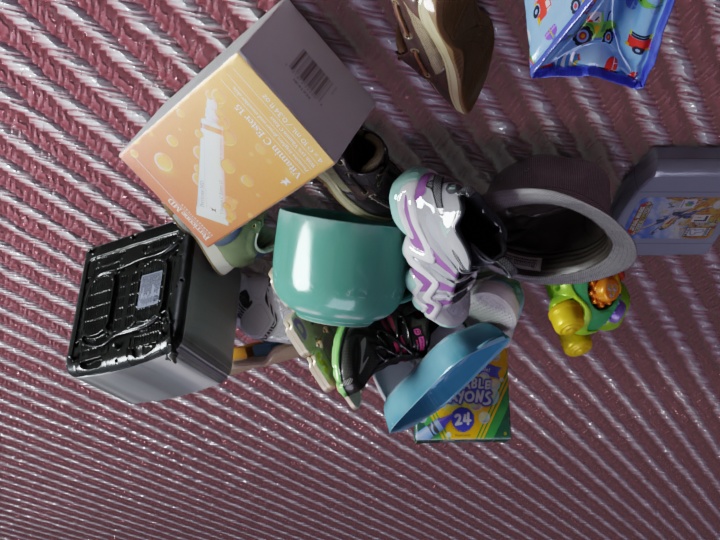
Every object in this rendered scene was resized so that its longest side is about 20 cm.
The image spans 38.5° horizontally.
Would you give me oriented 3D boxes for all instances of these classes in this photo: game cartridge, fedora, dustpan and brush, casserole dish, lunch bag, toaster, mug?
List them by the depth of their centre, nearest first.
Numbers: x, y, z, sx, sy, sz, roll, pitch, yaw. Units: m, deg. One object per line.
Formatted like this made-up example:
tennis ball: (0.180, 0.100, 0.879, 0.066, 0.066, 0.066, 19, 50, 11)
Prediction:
lunch bag: (0.179, -0.246, 0.692, 0.093, 0.153, 0.201, 4, 153, -8)
fedora: (0.203, -0.063, 1.107, 0.176, 0.091, 0.199, 33, 149, -28)
mug: (-0.007, 0.000, 1.138, 0.182, 0.116, 0.152, 10, -173, 14)
game cartridge: (0.355, -0.073, 1.171, 0.131, 0.042, 0.201, -4, 153, -3)
casserole dish: (0.097, 0.125, 1.236, 0.120, 0.039, 0.201, -15, 152, -46)
toaster: (-0.247, 0.057, 1.236, 0.179, 0.203, 0.119, -16, 145, 27)
dustpan and brush: (0.045, 0.060, 1.307, 0.139, 0.201, 0.057, -34, 178, -9)

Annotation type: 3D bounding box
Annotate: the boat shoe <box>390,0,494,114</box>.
boat shoe: (0.065, -0.203, 0.889, 0.071, 0.073, 0.200, 23, 173, 22)

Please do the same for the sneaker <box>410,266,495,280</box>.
sneaker: (0.100, -0.010, 1.251, 0.197, 0.075, 0.079, -8, 158, 14)

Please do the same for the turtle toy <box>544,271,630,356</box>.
turtle toy: (0.271, 0.020, 1.249, 0.100, 0.147, 0.200, -22, 151, 11)

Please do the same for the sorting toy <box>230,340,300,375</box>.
sorting toy: (-0.092, 0.101, 1.415, 0.183, 0.037, 0.199, -15, 177, -33)

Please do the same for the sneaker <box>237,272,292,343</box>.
sneaker: (-0.119, 0.051, 1.314, 0.198, 0.076, 0.114, 18, 176, 38)

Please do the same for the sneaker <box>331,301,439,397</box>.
sneaker: (0.036, 0.075, 1.201, 0.083, 0.200, 0.078, 5, 123, 38)

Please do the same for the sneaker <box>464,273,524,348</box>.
sneaker: (0.164, 0.031, 1.258, 0.073, 0.083, 0.200, 16, 165, 8)

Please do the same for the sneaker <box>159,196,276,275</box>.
sneaker: (-0.151, -0.068, 1.149, 0.089, 0.068, 0.201, -17, 148, 7)

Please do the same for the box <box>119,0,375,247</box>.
box: (-0.105, -0.128, 0.933, 0.124, 0.098, 0.199, 46, 135, -16)

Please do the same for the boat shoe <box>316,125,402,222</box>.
boat shoe: (-0.002, -0.109, 1.049, 0.064, 0.074, 0.199, -15, 150, 37)

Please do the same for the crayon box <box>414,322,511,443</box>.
crayon box: (0.131, 0.124, 1.364, 0.124, 0.203, 0.052, -1, 166, 1)

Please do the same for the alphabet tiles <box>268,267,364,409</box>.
alphabet tiles: (-0.043, 0.064, 1.248, 0.014, 0.200, 0.197, -27, 104, 18)

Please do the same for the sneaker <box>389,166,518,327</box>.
sneaker: (0.110, -0.006, 1.065, 0.139, 0.078, 0.202, 20, 143, 43)
